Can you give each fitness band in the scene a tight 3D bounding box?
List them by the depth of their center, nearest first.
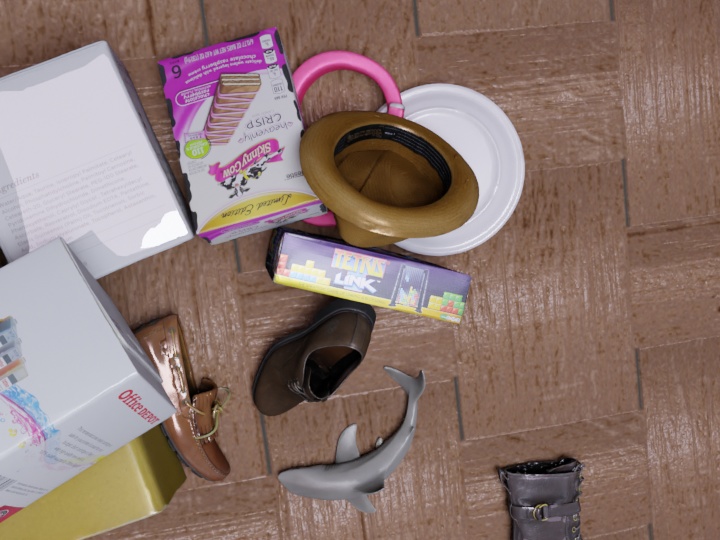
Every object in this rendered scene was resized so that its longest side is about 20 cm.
[{"bbox_3d":[-0.028,-0.148,0.832,0.144,0.037,0.200,14,94,5],"label":"fitness band"}]

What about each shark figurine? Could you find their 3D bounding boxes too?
[{"bbox_3d":[0.023,0.222,0.868,0.214,0.090,0.128,-43,102,-3],"label":"shark figurine"}]

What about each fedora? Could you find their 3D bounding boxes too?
[{"bbox_3d":[0.023,-0.082,0.747,0.200,0.201,0.082,13,133,-11],"label":"fedora"}]

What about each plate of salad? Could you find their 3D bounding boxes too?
[{"bbox_3d":[0.091,-0.118,0.863,0.200,0.048,0.200,0,94,6],"label":"plate of salad"}]

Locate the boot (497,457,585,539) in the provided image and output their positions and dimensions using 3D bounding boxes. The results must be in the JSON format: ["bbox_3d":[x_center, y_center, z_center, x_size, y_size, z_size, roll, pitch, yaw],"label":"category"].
[{"bbox_3d":[0.270,0.326,0.931,0.200,0.069,0.174,2,95,-9],"label":"boot"}]

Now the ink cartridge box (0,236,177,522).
[{"bbox_3d":[-0.284,0.100,0.608,0.200,0.145,0.145,-31,71,-14],"label":"ink cartridge box"}]

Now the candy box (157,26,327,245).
[{"bbox_3d":[-0.126,-0.142,0.782,0.136,0.061,0.200,-16,80,2],"label":"candy box"}]

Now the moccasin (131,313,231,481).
[{"bbox_3d":[-0.191,0.146,0.829,0.078,0.074,0.202,-21,96,-4],"label":"moccasin"}]

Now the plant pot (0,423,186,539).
[{"bbox_3d":[-0.311,0.166,0.752,0.194,0.196,0.200,-17,86,-9],"label":"plant pot"}]

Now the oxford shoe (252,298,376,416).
[{"bbox_3d":[-0.063,0.114,0.808,0.073,0.084,0.200,31,126,-19],"label":"oxford shoe"}]

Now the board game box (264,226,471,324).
[{"bbox_3d":[0.000,0.000,0.804,0.200,0.165,0.057,13,92,-12],"label":"board game box"}]

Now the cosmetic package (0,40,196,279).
[{"bbox_3d":[-0.282,-0.095,0.741,0.166,0.167,0.200,-24,99,-8],"label":"cosmetic package"}]
